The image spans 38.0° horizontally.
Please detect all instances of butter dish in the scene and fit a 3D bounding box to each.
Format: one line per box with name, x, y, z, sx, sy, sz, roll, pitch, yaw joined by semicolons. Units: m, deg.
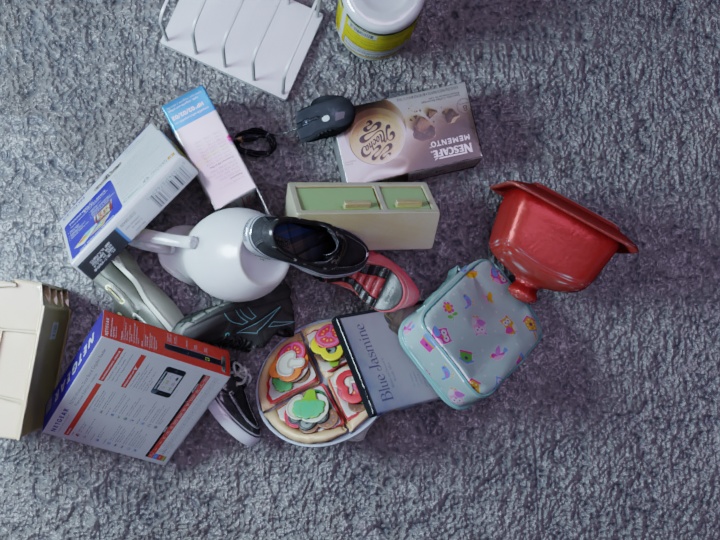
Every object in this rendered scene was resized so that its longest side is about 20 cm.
butter dish;0.252;-0.025;1.443;0.199;0.199;0.149;27;91;-3

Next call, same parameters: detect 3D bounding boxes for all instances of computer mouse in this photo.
computer mouse;-0.097;-0.199;1.459;0.199;0.034;0.059;-15;85;25

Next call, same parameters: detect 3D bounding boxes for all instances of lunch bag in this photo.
lunch bag;0.152;0.082;1.446;0.161;0.077;0.200;49;47;2

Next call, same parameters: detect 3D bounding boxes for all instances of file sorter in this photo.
file sorter;-0.167;-0.354;1.464;0.199;0.125;0.140;24;84;-2

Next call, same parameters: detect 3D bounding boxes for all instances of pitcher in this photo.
pitcher;-0.200;-0.026;1.373;0.171;0.199;0.122;14;83;-39

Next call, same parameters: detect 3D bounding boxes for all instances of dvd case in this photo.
dvd case;0.065;0.114;1.429;0.199;0.018;0.144;-9;68;-38

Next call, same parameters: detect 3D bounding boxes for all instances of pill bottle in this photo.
pill bottle;0.023;-0.357;1.441;0.111;0.200;0.114;0;87;-5

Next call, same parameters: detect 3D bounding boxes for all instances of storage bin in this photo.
storage bin;-0.454;0.113;1.370;0.093;0.200;0.200;10;85;-5

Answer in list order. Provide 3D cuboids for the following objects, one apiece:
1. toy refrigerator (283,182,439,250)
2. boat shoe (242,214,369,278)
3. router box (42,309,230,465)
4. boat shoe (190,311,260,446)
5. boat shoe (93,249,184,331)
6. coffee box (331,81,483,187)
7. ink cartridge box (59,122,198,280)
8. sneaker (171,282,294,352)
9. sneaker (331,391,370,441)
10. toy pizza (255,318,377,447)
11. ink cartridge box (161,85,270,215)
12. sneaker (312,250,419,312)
toy refrigerator;0.001;-0.077;1.427;0.198;0.076;0.070;-1;128;-15
boat shoe;-0.054;-0.033;1.322;0.199;0.066;0.071;17;81;-41
router box;-0.293;0.158;1.369;0.178;0.049;0.200;22;125;-26
boat shoe;-0.189;0.148;1.453;0.068;0.074;0.200;-36;80;8
boat shoe;-0.313;0.036;1.440;0.060;0.072;0.202;-46;72;7
coffee box;0.063;-0.186;1.492;0.198;0.080;0.114;-12;85;-5
ink cartridge box;-0.316;-0.097;1.402;0.198;0.200;0.047;-47;116;0
sneaker;-0.164;0.076;1.421;0.199;0.075;0.080;-18;93;-41
sneaker;0.021;0.150;1.475;0.075;0.081;0.201;20;64;31
toy pizza;-0.051;0.146;1.430;0.198;0.032;0.201;-8;53;11
ink cartridge box;-0.196;-0.142;1.451;0.067;0.115;0.201;-28;88;-5
sneaker;0.000;0.000;1.472;0.200;0.087;0.074;36;104;30
